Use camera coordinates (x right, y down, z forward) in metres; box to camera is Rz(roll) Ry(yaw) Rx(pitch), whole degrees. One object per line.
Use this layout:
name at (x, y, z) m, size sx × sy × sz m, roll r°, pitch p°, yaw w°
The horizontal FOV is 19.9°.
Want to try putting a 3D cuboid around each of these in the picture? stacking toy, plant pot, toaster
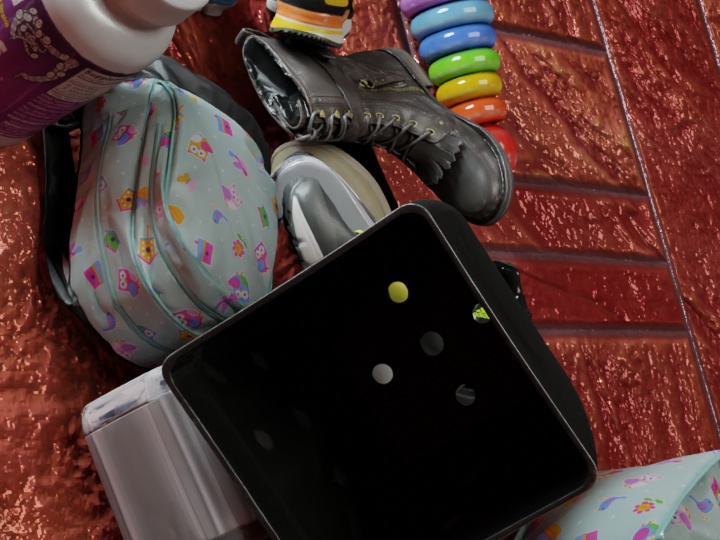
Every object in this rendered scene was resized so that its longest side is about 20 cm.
stacking toy at (0.089, -0.172, 1.790) m, size 0.085 × 0.085 × 0.201 m, roll -7°, pitch 83°, yaw -52°
plant pot at (0.027, 0.069, 1.304) m, size 0.200 × 0.199 × 0.177 m, roll 56°, pitch 19°, yaw -5°
toaster at (-0.099, 0.124, 1.353) m, size 0.200 × 0.113 × 0.130 m, roll -19°, pitch 82°, yaw -55°

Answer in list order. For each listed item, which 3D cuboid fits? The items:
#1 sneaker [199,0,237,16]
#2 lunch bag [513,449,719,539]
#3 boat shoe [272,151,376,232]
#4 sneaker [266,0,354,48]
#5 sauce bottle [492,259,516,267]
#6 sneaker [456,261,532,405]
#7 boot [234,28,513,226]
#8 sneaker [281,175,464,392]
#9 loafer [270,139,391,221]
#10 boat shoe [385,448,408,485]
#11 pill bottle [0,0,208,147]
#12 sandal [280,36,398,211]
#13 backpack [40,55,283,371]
sneaker at (-0.143, -0.256, 1.534) m, size 0.200 × 0.087 × 0.075 m, roll 12°, pitch 63°, yaw -46°
lunch bag at (0.224, 0.218, 1.648) m, size 0.122 × 0.170 × 0.200 m, roll 63°, pitch 34°, yaw -13°
boat shoe at (0.000, 0.000, 1.506) m, size 0.200 × 0.072 × 0.068 m, roll 54°, pitch 9°, yaw -12°
sneaker at (-0.031, -0.231, 1.590) m, size 0.070 × 0.090 × 0.200 m, roll 13°, pitch 15°, yaw -5°
sauce bottle at (0.113, 0.087, 1.674) m, size 0.066 × 0.066 × 0.201 m, roll 24°, pitch 53°, yaw -42°
sneaker at (0.088, 0.061, 1.565) m, size 0.073 × 0.088 × 0.200 m, roll 13°, pitch 36°, yaw 5°
boot at (0.007, -0.106, 1.552) m, size 0.174 × 0.069 × 0.200 m, roll -4°, pitch 46°, yaw -52°
sneaker at (0.015, 0.010, 1.444) m, size 0.200 × 0.084 × 0.074 m, roll 59°, pitch -1°, yaw -19°
loafer at (-0.007, -0.010, 1.571) m, size 0.200 × 0.076 × 0.068 m, roll 56°, pitch 32°, yaw -13°
boat shoe at (0.013, 0.141, 1.450) m, size 0.063 × 0.073 × 0.201 m, roll -9°, pitch 74°, yaw -59°
pill bottle at (-0.190, -0.165, 1.327) m, size 0.112 × 0.200 × 0.113 m, roll 28°, pitch 49°, yaw -39°
sandal at (-0.025, -0.096, 1.625) m, size 0.075 × 0.045 × 0.201 m, roll -27°, pitch 94°, yaw -55°
backpack at (-0.130, -0.036, 1.386) m, size 0.167 × 0.126 × 0.200 m, roll 35°, pitch 42°, yaw -33°
